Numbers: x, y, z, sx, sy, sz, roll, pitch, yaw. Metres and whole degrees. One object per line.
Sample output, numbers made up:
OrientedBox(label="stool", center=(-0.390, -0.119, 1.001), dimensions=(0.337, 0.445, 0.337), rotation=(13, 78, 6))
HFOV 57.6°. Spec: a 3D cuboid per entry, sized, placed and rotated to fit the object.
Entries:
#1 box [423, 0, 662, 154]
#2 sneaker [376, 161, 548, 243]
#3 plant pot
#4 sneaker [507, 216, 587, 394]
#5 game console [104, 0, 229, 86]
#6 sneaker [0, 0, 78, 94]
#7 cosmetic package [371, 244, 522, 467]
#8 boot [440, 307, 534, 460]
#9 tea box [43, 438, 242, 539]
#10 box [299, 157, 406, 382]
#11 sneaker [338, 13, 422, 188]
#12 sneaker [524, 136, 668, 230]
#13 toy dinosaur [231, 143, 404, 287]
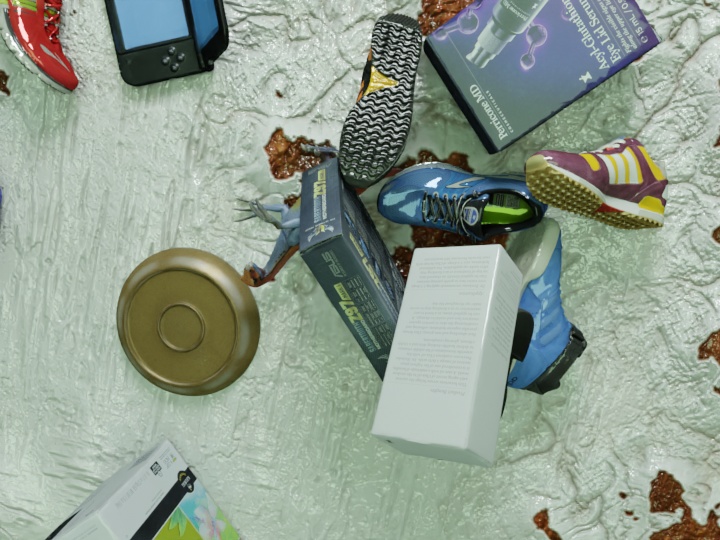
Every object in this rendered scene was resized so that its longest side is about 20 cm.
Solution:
OrientedBox(label="box", center=(0.189, -0.242, 0.714), dimensions=(0.199, 0.104, 0.149), rotation=(-35, 94, 10))
OrientedBox(label="sneaker", center=(0.115, -0.079, 0.751), dimensions=(0.198, 0.089, 0.079), rotation=(0, 111, 10))
OrientedBox(label="plant pot", center=(-0.230, 0.072, 0.856), dimensions=(0.198, 0.027, 0.202), rotation=(1, 100, 6))
OrientedBox(label="sneaker", center=(0.219, 0.046, 0.775), dimensions=(0.110, 0.077, 0.202), rotation=(21, 83, -16))
OrientedBox(label="game console", center=(-0.233, -0.331, 0.746), dimensions=(0.174, 0.116, 0.202), rotation=(-9, 97, 8))
OrientedBox(label="sneaker", center=(-0.391, -0.314, 0.791), dimensions=(0.084, 0.077, 0.201), rotation=(-26, 95, 5))
OrientedBox(label="cosmetic package", center=(0.090, 0.080, 0.648), dimensions=(0.101, 0.071, 0.202), rotation=(-1, 62, 35))
OrientedBox(label="boot", center=(0.097, 0.094, 0.755), dimensions=(0.069, 0.174, 0.201), rotation=(30, 88, -37))
OrientedBox(label="tea box", center=(-0.270, 0.359, 0.818), dimensions=(0.133, 0.200, 0.198), rotation=(-34, 95, 10))
OrientedBox(label="box", center=(0.000, 0.000, 0.712), dimensions=(0.051, 0.158, 0.201), rotation=(-23, 125, 12))
OrientedBox(label="sneaker", center=(0.025, -0.176, 0.728), dimensions=(0.069, 0.090, 0.202), rotation=(14, 77, 2))
OrientedBox(label="sneaker", center=(0.259, -0.109, 0.717), dimensions=(0.199, 0.075, 0.091), rotation=(17, 80, -31))
OrientedBox(label="toy dinosaur", center=(-0.068, -0.056, 0.777), dimensions=(0.198, 0.105, 0.183), rotation=(16, 104, 2))
